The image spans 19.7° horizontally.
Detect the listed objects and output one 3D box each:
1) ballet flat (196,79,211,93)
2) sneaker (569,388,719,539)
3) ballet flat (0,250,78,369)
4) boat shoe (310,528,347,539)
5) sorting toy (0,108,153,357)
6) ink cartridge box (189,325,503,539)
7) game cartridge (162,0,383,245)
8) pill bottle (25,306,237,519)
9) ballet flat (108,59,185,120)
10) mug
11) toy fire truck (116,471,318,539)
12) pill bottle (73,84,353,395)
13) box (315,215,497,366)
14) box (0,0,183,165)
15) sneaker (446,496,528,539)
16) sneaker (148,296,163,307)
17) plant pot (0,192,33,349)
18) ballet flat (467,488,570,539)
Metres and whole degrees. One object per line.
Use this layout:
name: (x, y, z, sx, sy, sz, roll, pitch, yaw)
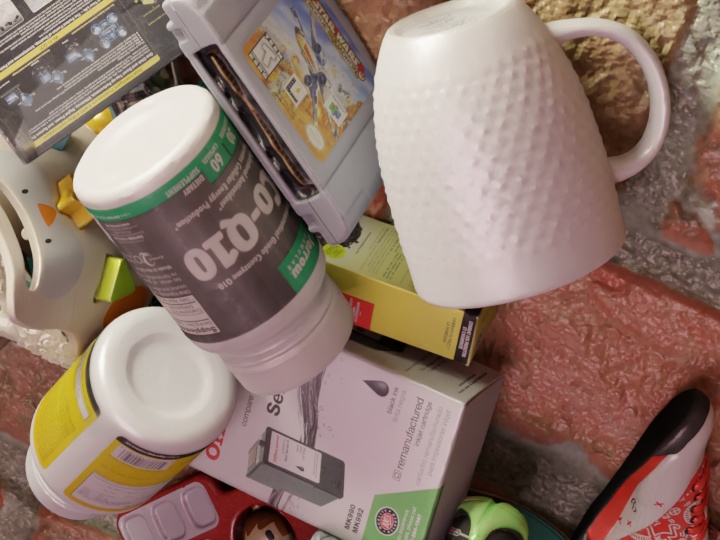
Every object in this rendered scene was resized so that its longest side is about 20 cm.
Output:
ballet flat: (-0.100, -0.089, 1.475, 0.067, 0.070, 0.200, 38, 95, 19)
sneaker: (0.238, 0.175, 1.511, 0.108, 0.067, 0.202, 31, 132, 1)
ballet flat: (-0.275, 0.005, 1.560, 0.071, 0.072, 0.200, -13, 122, 30)
boat shoe: (0.012, 0.238, 1.574, 0.072, 0.200, 0.062, 25, 92, 28)
sorting toy: (-0.227, -0.034, 1.478, 0.107, 0.180, 0.201, -26, 90, 24)
ink cartridge box: (-0.014, 0.112, 1.533, 0.199, 0.084, 0.147, 22, 112, 19)
game cartridge: (-0.044, -0.132, 1.388, 0.041, 0.133, 0.200, -17, 117, 40)
pill bottle: (-0.178, 0.114, 1.528, 0.112, 0.112, 0.200, 41, 143, -6)
ballet flat: (-0.176, -0.179, 1.470, 0.074, 0.074, 0.201, -14, 117, 30)
mug: (0.107, -0.093, 1.358, 0.199, 0.148, 0.176, -18, 108, -1)
toy fire truck: (-0.097, 0.236, 1.682, 0.200, 0.112, 0.168, -29, 88, 34)
pill bottle: (-0.094, -0.017, 1.397, 0.113, 0.113, 0.200, -16, 126, 31)
box: (0.000, 0.000, 1.495, 0.199, 0.075, 0.050, 19, 127, 10)
box: (-0.194, -0.194, 1.402, 0.200, 0.049, 0.161, -36, 104, -2)
sneaker: (0.082, 0.255, 1.540, 0.076, 0.084, 0.201, 14, 134, 24)
sneaker: (-0.156, 0.040, 1.589, 0.090, 0.078, 0.200, 44, 127, -4)
plant pot: (-0.372, 0.021, 1.611, 0.199, 0.174, 0.201, 12, 126, 16)
ballet flat: (0.088, 0.203, 1.610, 0.199, 0.068, 0.062, 30, 156, 7)
